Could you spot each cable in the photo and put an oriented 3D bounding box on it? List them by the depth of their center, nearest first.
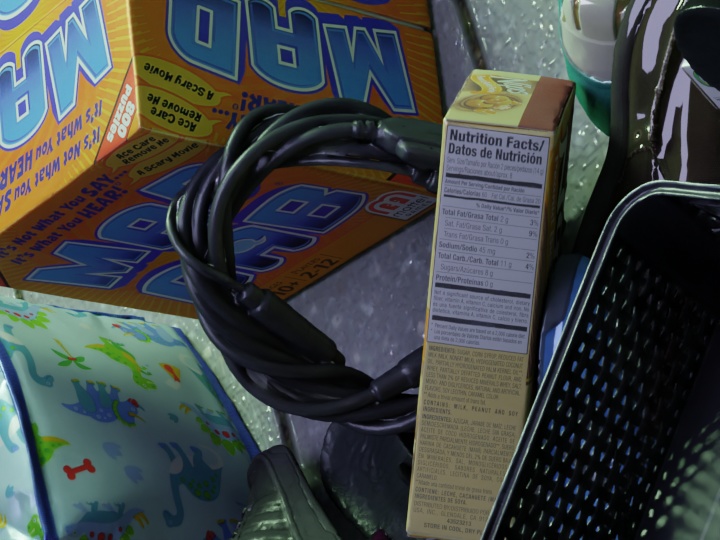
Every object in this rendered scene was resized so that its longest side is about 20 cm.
[{"bbox_3d":[0.000,0.000,1.409,0.051,0.200,0.163,-103,24,-73],"label":"cable"}]

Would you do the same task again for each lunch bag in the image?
[{"bbox_3d":[-0.153,0.104,1.585,0.127,0.170,0.200,-41,51,36],"label":"lunch bag"}]

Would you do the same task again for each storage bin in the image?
[{"bbox_3d":[0.151,0.073,1.192,0.135,0.094,0.200,7,69,49],"label":"storage bin"}]

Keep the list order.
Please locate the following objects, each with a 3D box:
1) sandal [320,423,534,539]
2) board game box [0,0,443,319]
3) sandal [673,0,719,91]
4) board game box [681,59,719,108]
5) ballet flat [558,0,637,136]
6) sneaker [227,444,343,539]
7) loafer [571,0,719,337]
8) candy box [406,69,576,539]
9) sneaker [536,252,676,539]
[{"bbox_3d":[0.027,0.130,1.430,0.200,0.048,0.075,37,111,51],"label":"sandal"},{"bbox_3d":[-0.099,-0.108,1.538,0.200,0.200,0.200,-31,58,45],"label":"board game box"},{"bbox_3d":[0.207,-0.069,1.129,0.200,0.075,0.048,12,57,43],"label":"sandal"},{"bbox_3d":[0.239,-0.130,1.193,0.200,0.035,0.126,-2,52,52],"label":"board game box"},{"bbox_3d":[0.119,-0.150,1.326,0.067,0.070,0.200,10,109,23],"label":"ballet flat"},{"bbox_3d":[-0.058,0.162,1.467,0.060,0.104,0.200,68,173,-28],"label":"sneaker"},{"bbox_3d":[0.157,-0.058,1.307,0.071,0.073,0.200,31,116,47],"label":"loafer"},{"bbox_3d":[0.062,0.016,1.328,0.115,0.055,0.200,-61,-24,-73],"label":"candy box"},{"bbox_3d":[0.123,0.091,1.298,0.078,0.066,0.200,-3,93,14],"label":"sneaker"}]
